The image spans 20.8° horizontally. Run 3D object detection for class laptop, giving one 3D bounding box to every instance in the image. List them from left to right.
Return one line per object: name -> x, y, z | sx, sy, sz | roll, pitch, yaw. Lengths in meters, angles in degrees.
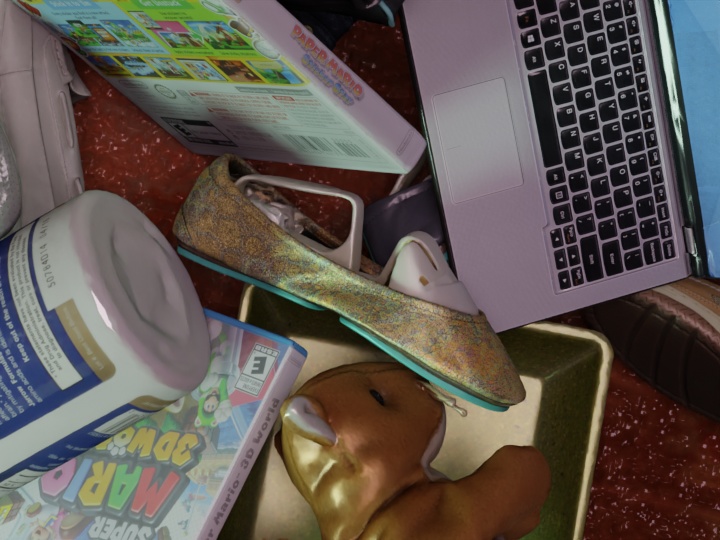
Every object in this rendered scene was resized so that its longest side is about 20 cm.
laptop -> 0.141, -0.062, 0.936 | 0.199, 0.116, 0.188 | -16, 109, -9

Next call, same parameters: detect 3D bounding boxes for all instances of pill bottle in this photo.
pill bottle -> -0.183, 0.052, 0.973 | 0.199, 0.111, 0.111 | -29, 90, 18

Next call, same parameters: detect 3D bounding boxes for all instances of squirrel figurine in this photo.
squirrel figurine -> 0.005, 0.147, 0.948 | 0.200, 0.142, 0.187 | -37, 84, -8

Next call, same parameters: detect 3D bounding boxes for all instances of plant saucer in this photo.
plant saucer -> 0.019, 0.115, 1.040 | 0.199, 0.048, 0.201 | 10, 87, -4

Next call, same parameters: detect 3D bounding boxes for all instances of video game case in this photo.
video game case -> -0.124, 0.108, 0.987 | 0.143, 0.018, 0.201 | 18, 76, 38
video game case -> -0.087, -0.111, 0.936 | 0.182, 0.200, 0.023 | 40, 73, -32

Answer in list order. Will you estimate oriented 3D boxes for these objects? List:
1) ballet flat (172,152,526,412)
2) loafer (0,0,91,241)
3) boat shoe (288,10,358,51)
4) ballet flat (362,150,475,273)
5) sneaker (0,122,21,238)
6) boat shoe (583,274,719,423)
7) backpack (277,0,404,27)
ballet flat -> 0.000, 0.000, 0.966 | 0.199, 0.071, 0.071 | 27, 85, 15
loafer -> -0.178, -0.098, 1.030 | 0.070, 0.070, 0.201 | -1, 87, -41
boat shoe -> -0.092, -0.175, 1.038 | 0.200, 0.071, 0.091 | 42, 81, -7
ballet flat -> 0.078, -0.063, 1.038 | 0.200, 0.073, 0.073 | -37, 91, -19
sneaker -> -0.242, -0.082, 0.996 | 0.200, 0.080, 0.070 | 41, 77, 15
boat shoe -> 0.214, 0.043, 1.059 | 0.199, 0.072, 0.076 | 34, 59, -2
backpack -> -0.071, -0.213, 0.911 | 0.199, 0.176, 0.154 | 11, 80, 29
